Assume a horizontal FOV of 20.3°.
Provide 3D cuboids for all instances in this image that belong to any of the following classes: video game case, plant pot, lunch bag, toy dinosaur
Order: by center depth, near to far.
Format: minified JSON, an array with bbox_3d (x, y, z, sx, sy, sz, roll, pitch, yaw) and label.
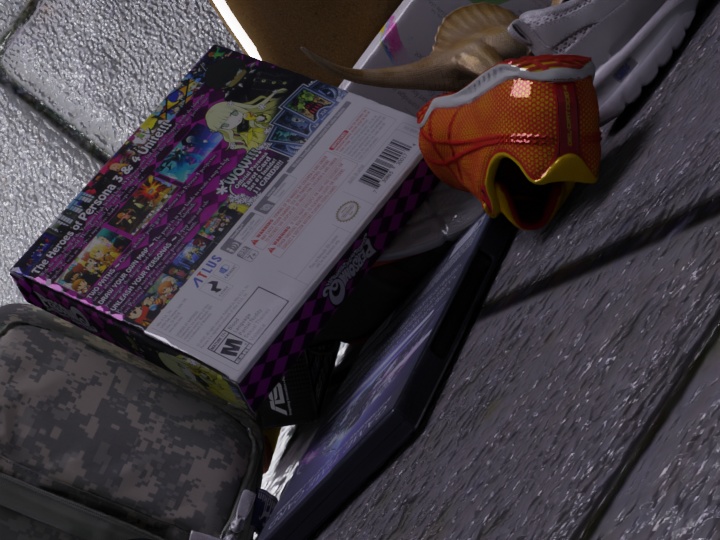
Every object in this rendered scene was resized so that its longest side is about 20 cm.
[{"bbox_3d":[0.015,0.058,1.071,0.143,0.019,0.200,-48,8,38],"label":"video game case"},{"bbox_3d":[-0.150,0.117,1.130,0.168,0.199,0.140,-97,31,-79],"label":"lunch bag"},{"bbox_3d":[0.071,-0.112,1.150,0.199,0.101,0.058,-21,-30,-18],"label":"toy dinosaur"},{"bbox_3d":[-0.073,-0.031,1.155,0.200,0.180,0.036,-51,-35,-24],"label":"video game case"},{"bbox_3d":[0.008,-0.157,1.341,0.185,0.201,0.186,-25,7,3],"label":"plant pot"}]

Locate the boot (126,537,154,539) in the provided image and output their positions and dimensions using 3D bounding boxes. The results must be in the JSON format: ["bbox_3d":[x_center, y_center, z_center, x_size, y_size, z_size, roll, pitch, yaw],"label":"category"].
[{"bbox_3d":[-0.153,0.245,0.973,0.201,0.076,0.168,-57,0,24],"label":"boot"}]

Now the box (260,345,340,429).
[{"bbox_3d":[-0.052,-0.005,1.326,0.044,0.162,0.200,-9,15,7],"label":"box"}]

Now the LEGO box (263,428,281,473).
[{"bbox_3d":[-0.107,0.021,1.346,0.076,0.202,0.149,-8,17,7],"label":"LEGO box"}]

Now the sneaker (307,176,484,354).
[{"bbox_3d":[0.000,0.000,1.193,0.199,0.082,0.077,-22,43,16],"label":"sneaker"}]

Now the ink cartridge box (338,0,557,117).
[{"bbox_3d":[0.052,-0.103,1.241,0.200,0.117,0.067,-51,8,12],"label":"ink cartridge box"}]

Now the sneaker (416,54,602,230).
[{"bbox_3d":[0.071,-0.056,1.032,0.200,0.072,0.078,146,122,-81],"label":"sneaker"}]

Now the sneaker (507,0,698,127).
[{"bbox_3d":[0.154,-0.175,1.044,0.201,0.082,0.075,-54,6,-17],"label":"sneaker"}]
